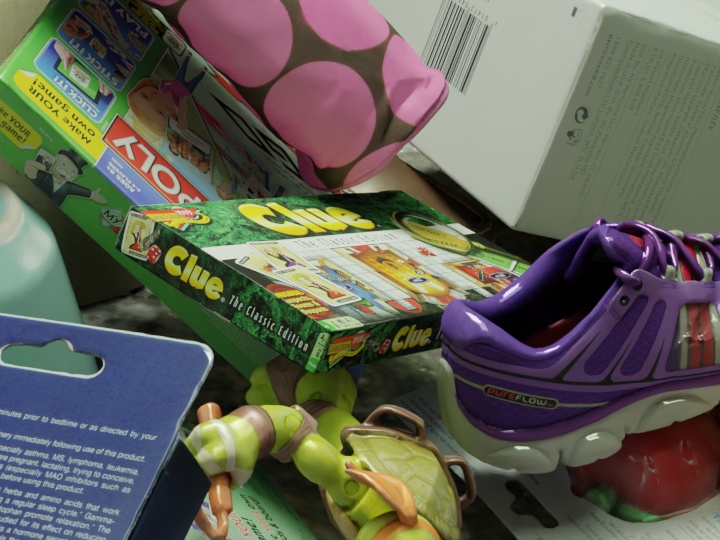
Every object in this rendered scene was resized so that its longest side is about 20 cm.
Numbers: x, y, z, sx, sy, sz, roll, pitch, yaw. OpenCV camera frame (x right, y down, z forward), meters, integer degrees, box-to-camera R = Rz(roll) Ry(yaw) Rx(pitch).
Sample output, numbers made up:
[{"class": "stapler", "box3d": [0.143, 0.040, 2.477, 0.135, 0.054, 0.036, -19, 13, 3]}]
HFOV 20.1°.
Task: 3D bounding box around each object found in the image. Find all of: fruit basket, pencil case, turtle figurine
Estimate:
[{"class": "fruit basket", "box3d": [0.141, 0.075, 0.849, 0.199, 0.094, 0.185, -22, 35, -20]}, {"class": "pencil case", "box3d": [-0.057, -0.122, 0.889, 0.091, 0.200, 0.094, -50, 13, -22]}, {"class": "turtle figurine", "box3d": [-0.001, 0.075, 0.734, 0.200, 0.064, 0.161, 34, 7, -17]}]

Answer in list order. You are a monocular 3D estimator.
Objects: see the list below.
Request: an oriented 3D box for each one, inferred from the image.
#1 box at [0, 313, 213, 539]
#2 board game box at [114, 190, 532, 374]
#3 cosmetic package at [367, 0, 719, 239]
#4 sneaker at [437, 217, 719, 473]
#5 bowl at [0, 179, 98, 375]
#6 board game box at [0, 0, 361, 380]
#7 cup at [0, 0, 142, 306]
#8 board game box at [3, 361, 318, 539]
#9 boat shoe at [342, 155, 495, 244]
[{"class": "box", "box3d": [-0.125, 0.103, 0.613, 0.121, 0.032, 0.200, 7, 57, 29]}, {"class": "board game box", "box3d": [0.000, 0.000, 0.841, 0.105, 0.024, 0.200, 28, 18, 27]}, {"class": "cosmetic package", "box3d": [0.129, -0.097, 1.083, 0.199, 0.123, 0.199, 10, 21, -32]}, {"class": "sneaker", "box3d": [0.123, 0.011, 0.792, 0.199, 0.084, 0.081, -22, 35, -15]}, {"class": "bowl", "box3d": [-0.198, 0.018, 0.826, 0.200, 0.105, 0.201, 5, 25, -2]}, {"class": "board game box", "box3d": [-0.071, -0.036, 0.897, 0.200, 0.029, 0.135, 44, 28, -14]}, {"class": "cup", "box3d": [-0.183, -0.087, 1.003, 0.199, 0.144, 0.200, 6, 26, -3]}, {"class": "board game box", "box3d": [-0.061, 0.102, 0.713, 0.134, 0.029, 0.200, 22, 14, -35]}, {"class": "boat shoe", "box3d": [-0.019, -0.056, 1.060, 0.202, 0.075, 0.075, 20, 28, 24]}]
